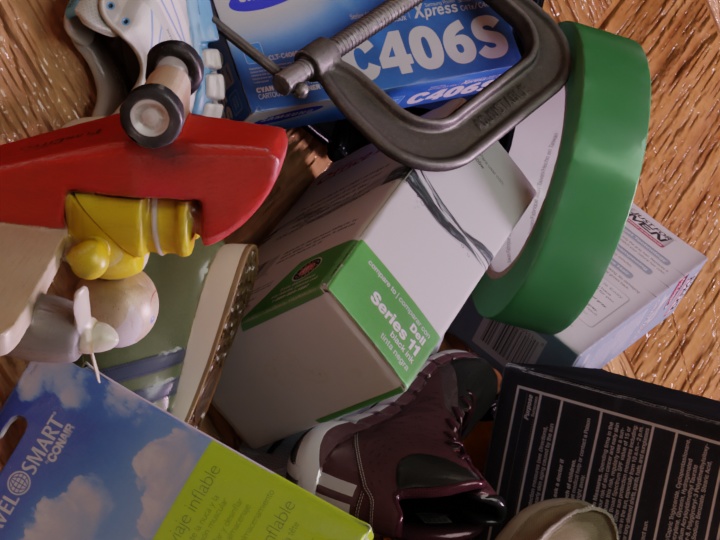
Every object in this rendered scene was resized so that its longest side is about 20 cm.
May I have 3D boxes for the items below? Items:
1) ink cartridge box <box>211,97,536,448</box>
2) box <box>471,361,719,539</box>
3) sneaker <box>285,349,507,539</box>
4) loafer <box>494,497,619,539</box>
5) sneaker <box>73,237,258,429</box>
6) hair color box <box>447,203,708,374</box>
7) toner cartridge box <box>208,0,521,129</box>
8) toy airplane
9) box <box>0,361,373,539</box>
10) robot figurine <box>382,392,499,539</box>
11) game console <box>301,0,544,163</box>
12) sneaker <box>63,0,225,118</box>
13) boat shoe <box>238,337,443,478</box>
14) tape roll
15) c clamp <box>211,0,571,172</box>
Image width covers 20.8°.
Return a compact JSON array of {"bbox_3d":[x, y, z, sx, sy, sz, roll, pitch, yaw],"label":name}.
[{"bbox_3d":[0.000,0.000,1.185,0.083,0.146,0.200,50,46,-15],"label":"ink cartridge box"},{"bbox_3d":[0.183,0.176,1.247,0.123,0.198,0.201,7,96,-50],"label":"box"},{"bbox_3d":[0.053,0.117,1.181,0.200,0.115,0.076,-29,130,-47],"label":"sneaker"},{"bbox_3d":[0.100,0.188,1.114,0.200,0.068,0.076,-25,115,-50],"label":"loafer"},{"bbox_3d":[-0.131,0.064,1.093,0.067,0.090,0.201,-6,117,-82],"label":"sneaker"},{"bbox_3d":[0.158,0.015,1.419,0.099,0.061,0.200,39,39,17],"label":"hair color box"},{"bbox_3d":[-0.003,-0.148,1.228,0.200,0.043,0.095,-14,76,-29],"label":"toner cartridge box"},{"bbox_3d":[-0.153,-0.020,0.987,0.200,0.199,0.141,-34,118,-29],"label":"toy airplane"},{"bbox_3d":[-0.108,0.139,1.017,0.122,0.200,0.048,-60,170,-11],"label":"box"},{"bbox_3d":[0.083,0.150,1.343,0.200,0.058,0.145,1,83,-50],"label":"robot figurine"},{"bbox_3d":[0.025,-0.178,1.287,0.116,0.175,0.200,76,26,-62],"label":"game console"},{"bbox_3d":[-0.132,-0.169,1.126,0.087,0.075,0.201,-7,89,-45],"label":"sneaker"},{"bbox_3d":[-0.012,0.089,1.243,0.200,0.072,0.062,-44,139,-39],"label":"boat shoe"},{"bbox_3d":[0.127,-0.060,1.273,0.048,0.200,0.201,15,68,-12],"label":"tape roll"},{"bbox_3d":[0.030,-0.139,1.182,0.200,0.027,0.171,-32,70,-35],"label":"c clamp"}]
